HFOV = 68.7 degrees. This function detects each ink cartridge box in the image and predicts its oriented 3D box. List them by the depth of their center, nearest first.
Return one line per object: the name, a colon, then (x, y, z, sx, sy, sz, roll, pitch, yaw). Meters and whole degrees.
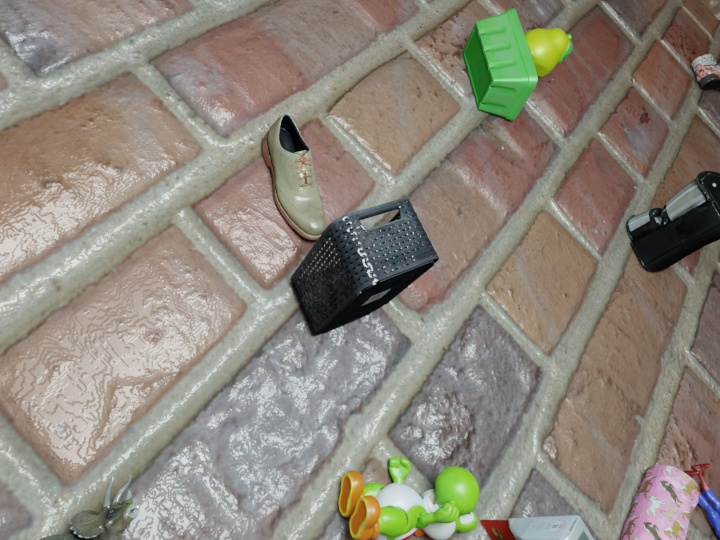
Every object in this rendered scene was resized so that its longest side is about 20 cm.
ink cartridge box: (0.243, 0.401, 0.670, 0.056, 0.200, 0.165, -26, 80, -38)

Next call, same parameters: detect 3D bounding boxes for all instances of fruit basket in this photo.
fruit basket: (0.344, -0.452, 1.142, 0.209, 0.156, 0.222, 4, 67, -9)

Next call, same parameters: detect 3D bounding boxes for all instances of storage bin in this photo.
storage bin: (0.000, 0.000, 0.731, 0.133, 0.200, 0.096, -19, 76, -32)

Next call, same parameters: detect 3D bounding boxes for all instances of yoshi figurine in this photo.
yoshi figurine: (0.078, 0.298, 0.695, 0.195, 0.112, 0.115, 14, 55, -24)

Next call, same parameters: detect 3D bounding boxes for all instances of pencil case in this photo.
pencil case: (0.491, 0.417, 0.865, 0.087, 0.083, 0.200, 45, 55, 0)

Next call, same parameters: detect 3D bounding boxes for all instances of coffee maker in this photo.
coffee maker: (0.698, -0.078, 1.127, 0.131, 0.200, 0.197, 12, 60, -19)

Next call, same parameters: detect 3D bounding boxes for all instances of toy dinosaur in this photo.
toy dinosaur: (-0.308, 0.306, 0.523, 0.197, 0.078, 0.103, -24, 67, -28)

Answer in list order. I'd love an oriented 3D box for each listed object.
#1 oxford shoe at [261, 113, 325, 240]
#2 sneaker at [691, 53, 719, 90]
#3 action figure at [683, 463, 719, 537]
oxford shoe: (-0.101, -0.147, 0.823, 0.069, 0.075, 0.204, -18, 77, -33)
sneaker: (1.152, -0.642, 1.701, 0.196, 0.067, 0.111, -5, 72, -26)
action figure: (0.665, 0.454, 0.932, 0.064, 0.099, 0.205, -8, 74, -28)
